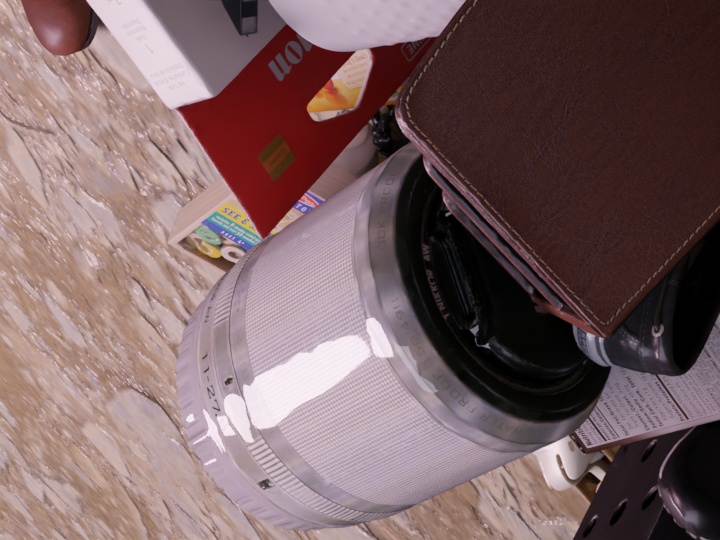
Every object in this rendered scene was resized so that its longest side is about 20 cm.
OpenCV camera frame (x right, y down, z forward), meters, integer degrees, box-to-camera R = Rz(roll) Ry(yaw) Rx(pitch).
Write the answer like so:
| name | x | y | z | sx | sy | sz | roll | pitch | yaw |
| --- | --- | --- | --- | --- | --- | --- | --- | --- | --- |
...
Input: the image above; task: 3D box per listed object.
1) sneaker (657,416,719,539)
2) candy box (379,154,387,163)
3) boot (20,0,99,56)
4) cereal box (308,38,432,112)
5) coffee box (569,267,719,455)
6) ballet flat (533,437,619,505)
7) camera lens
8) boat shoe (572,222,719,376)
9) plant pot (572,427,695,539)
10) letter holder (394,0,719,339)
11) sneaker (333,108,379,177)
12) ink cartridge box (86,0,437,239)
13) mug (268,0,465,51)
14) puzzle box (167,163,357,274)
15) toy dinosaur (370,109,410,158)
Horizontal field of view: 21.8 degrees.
| name | x | y | z | sx | sy | sz | roll | pitch | yaw |
| --- | --- | --- | --- | --- | --- | --- | --- | --- | --- |
| sneaker | 0.241 | 0.070 | 0.959 | 0.076 | 0.198 | 0.088 | 55 | 152 | 28 |
| candy box | 0.046 | -0.024 | 1.162 | 0.199 | 0.026 | 0.103 | 12 | 126 | 48 |
| boot | -0.256 | -0.168 | 1.179 | 0.068 | 0.200 | 0.189 | 25 | 145 | 23 |
| cereal box | -0.051 | -0.182 | 1.077 | 0.201 | 0.040 | 0.143 | 54 | 157 | -20 |
| coffee box | 0.190 | 0.013 | 0.977 | 0.199 | 0.115 | 0.080 | -22 | 111 | 47 |
| ballet flat | 0.160 | 0.137 | 1.231 | 0.200 | 0.063 | 0.069 | 45 | 147 | -6 |
| camera lens | 0.019 | 0.036 | 0.953 | 0.160 | 0.160 | 0.199 | 48 | 135 | -11 |
| boat shoe | 0.173 | -0.036 | 0.887 | 0.056 | 0.201 | 0.069 | 20 | 164 | 41 |
| plant pot | 0.217 | 0.182 | 1.054 | 0.177 | 0.201 | 0.200 | 34 | 156 | -4 |
| letter holder | 0.114 | -0.096 | 0.804 | 0.142 | 0.200 | 0.101 | 45 | 178 | -10 |
| sneaker | -0.013 | -0.021 | 1.168 | 0.080 | 0.077 | 0.201 | 31 | 144 | 5 |
| ink cartridge box | -0.032 | -0.148 | 0.966 | 0.044 | 0.200 | 0.177 | -9 | 124 | 50 |
| mug | 0.037 | -0.205 | 0.864 | 0.174 | 0.149 | 0.200 | -5 | 138 | 37 |
| puzzle box | 0.000 | 0.000 | 1.099 | 0.199 | 0.026 | 0.133 | 30 | 148 | -20 |
| toy dinosaur | 0.055 | -0.063 | 1.037 | 0.199 | 0.048 | 0.088 | -21 | 143 | 29 |
